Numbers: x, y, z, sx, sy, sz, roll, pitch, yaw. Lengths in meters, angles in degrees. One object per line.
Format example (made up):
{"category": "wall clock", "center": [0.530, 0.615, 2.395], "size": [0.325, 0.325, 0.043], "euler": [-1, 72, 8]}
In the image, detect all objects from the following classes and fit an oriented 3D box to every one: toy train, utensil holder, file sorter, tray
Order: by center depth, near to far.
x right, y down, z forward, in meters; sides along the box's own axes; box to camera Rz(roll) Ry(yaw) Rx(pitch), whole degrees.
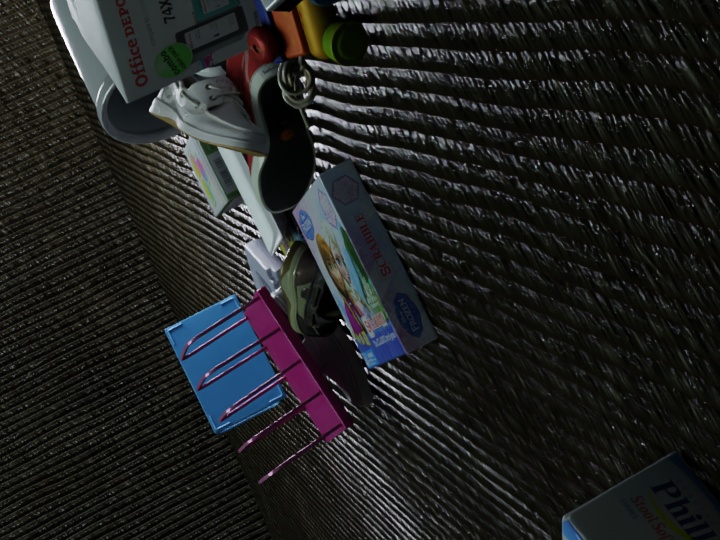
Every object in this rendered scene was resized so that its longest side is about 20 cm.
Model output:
{"category": "toy train", "center": [-0.035, -0.199, 1.263], "size": [0.115, 0.084, 0.202], "euler": [27, 143, 48]}
{"category": "tray", "center": [-0.133, -0.119, 1.723], "size": [0.202, 0.022, 0.107], "euler": [64, 167, 5]}
{"category": "file sorter", "center": [-0.124, 0.149, 1.827], "size": [0.201, 0.125, 0.139], "euler": [56, 164, 5]}
{"category": "utensil holder", "center": [-0.286, -0.292, 1.853], "size": [0.201, 0.169, 0.170], "euler": [60, 166, 26]}
{"category": "file sorter", "center": [-0.239, 0.172, 2.584], "size": [0.201, 0.138, 0.123], "euler": [62, 169, 8]}

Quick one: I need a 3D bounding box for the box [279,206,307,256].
{"category": "box", "center": [-0.102, -0.099, 1.768], "size": [0.201, 0.037, 0.137], "euler": [58, 165, 25]}

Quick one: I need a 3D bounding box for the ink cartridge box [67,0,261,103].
{"category": "ink cartridge box", "center": [-0.168, -0.282, 1.334], "size": [0.146, 0.199, 0.147], "euler": [54, 164, 36]}

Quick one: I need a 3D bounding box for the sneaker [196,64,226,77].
{"category": "sneaker", "center": [-0.208, -0.319, 1.697], "size": [0.201, 0.073, 0.112], "euler": [56, 166, 37]}

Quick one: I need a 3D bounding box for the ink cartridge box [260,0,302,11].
{"category": "ink cartridge box", "center": [-0.078, -0.316, 1.162], "size": [0.099, 0.039, 0.201], "euler": [-33, 80, 32]}

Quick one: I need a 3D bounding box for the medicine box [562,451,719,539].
{"category": "medicine box", "center": [0.230, 0.264, 1.015], "size": [0.183, 0.102, 0.201], "euler": [53, 164, 39]}

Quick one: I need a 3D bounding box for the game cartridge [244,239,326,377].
{"category": "game cartridge", "center": [-0.108, 0.057, 2.088], "size": [0.133, 0.041, 0.202], "euler": [38, 151, 55]}

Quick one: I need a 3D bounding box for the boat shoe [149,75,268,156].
{"category": "boat shoe", "center": [-0.156, -0.172, 1.538], "size": [0.199, 0.070, 0.070], "euler": [29, 100, 47]}

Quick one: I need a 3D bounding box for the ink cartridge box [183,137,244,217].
{"category": "ink cartridge box", "center": [-0.190, -0.137, 1.992], "size": [0.105, 0.059, 0.200], "euler": [64, 167, 0]}

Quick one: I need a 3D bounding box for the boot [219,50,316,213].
{"category": "boot", "center": [-0.111, -0.174, 1.608], "size": [0.145, 0.072, 0.201], "euler": [53, 154, 42]}

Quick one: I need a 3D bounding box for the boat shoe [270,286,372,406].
{"category": "boat shoe", "center": [-0.054, 0.097, 1.872], "size": [0.201, 0.068, 0.072], "euler": [59, 165, 19]}

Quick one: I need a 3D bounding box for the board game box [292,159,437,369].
{"category": "board game box", "center": [0.000, 0.000, 1.549], "size": [0.201, 0.041, 0.200], "euler": [64, 167, 4]}

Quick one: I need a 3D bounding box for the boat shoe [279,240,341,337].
{"category": "boat shoe", "center": [-0.046, 0.034, 1.733], "size": [0.065, 0.072, 0.201], "euler": [22, 159, 19]}
